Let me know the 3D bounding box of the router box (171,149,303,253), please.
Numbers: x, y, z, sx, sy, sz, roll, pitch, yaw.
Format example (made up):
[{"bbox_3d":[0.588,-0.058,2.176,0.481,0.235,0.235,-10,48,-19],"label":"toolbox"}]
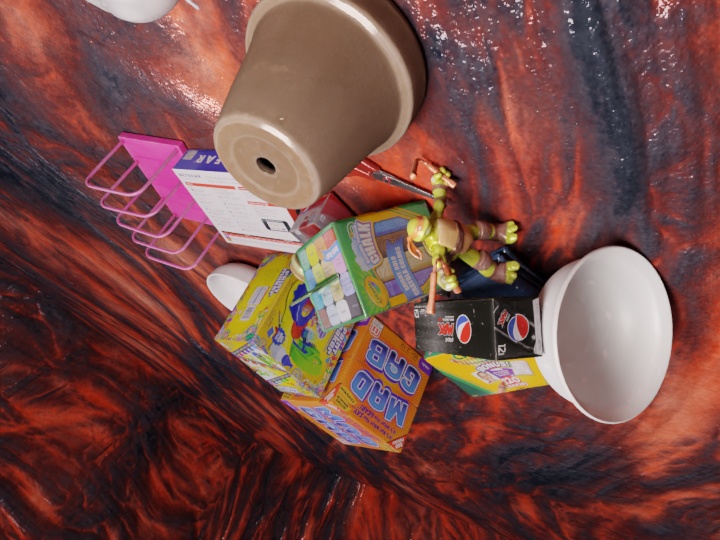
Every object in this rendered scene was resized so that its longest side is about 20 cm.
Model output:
[{"bbox_3d":[-0.178,-0.110,0.829,0.198,0.049,0.180,10,146,29],"label":"router box"}]

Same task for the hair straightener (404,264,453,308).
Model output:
[{"bbox_3d":[0.112,0.010,0.799,0.076,0.041,0.201,20,146,13],"label":"hair straightener"}]

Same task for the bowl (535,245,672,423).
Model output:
[{"bbox_3d":[0.273,0.072,0.612,0.201,0.202,0.090,39,164,-21],"label":"bowl"}]

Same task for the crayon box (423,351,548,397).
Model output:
[{"bbox_3d":[0.205,0.119,0.743,0.119,0.059,0.199,39,142,-20],"label":"crayon box"}]

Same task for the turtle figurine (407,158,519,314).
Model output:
[{"bbox_3d":[0.113,-0.028,0.603,0.160,0.202,0.064,14,148,-27],"label":"turtle figurine"}]

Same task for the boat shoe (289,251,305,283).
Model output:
[{"bbox_3d":[-0.052,0.026,0.854,0.063,0.074,0.200,-39,147,19],"label":"boat shoe"}]

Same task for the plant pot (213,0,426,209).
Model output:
[{"bbox_3d":[-0.054,-0.160,0.512,0.199,0.175,0.201,20,150,12],"label":"plant pot"}]

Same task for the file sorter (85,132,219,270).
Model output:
[{"bbox_3d":[-0.349,-0.114,0.887,0.138,0.126,0.201,14,149,23],"label":"file sorter"}]

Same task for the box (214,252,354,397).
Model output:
[{"bbox_3d":[-0.131,0.102,0.973,0.121,0.201,0.193,-4,139,42],"label":"box"}]

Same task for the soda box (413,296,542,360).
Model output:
[{"bbox_3d":[0.137,0.071,0.638,0.063,0.072,0.200,-1,176,-19],"label":"soda box"}]

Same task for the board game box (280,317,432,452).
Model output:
[{"bbox_3d":[-0.007,0.241,1.093,0.200,0.201,0.199,42,148,-24],"label":"board game box"}]

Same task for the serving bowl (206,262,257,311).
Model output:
[{"bbox_3d":[-0.231,0.046,1.107,0.199,0.066,0.201,20,150,12],"label":"serving bowl"}]

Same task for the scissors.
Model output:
[{"bbox_3d":[0.024,-0.124,0.677,0.199,0.014,0.073,30,149,-6],"label":"scissors"}]

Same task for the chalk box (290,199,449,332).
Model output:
[{"bbox_3d":[0.000,0.000,0.671,0.124,0.199,0.125,-27,81,56],"label":"chalk box"}]

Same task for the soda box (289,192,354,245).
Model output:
[{"bbox_3d":[-0.012,-0.028,0.800,0.070,0.064,0.200,-10,136,46],"label":"soda box"}]

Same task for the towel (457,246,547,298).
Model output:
[{"bbox_3d":[0.240,0.049,0.732,0.199,0.049,0.112,33,149,-11],"label":"towel"}]

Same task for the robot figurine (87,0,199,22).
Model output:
[{"bbox_3d":[-0.252,-0.319,0.488,0.199,0.114,0.170,28,-172,-1],"label":"robot figurine"}]
